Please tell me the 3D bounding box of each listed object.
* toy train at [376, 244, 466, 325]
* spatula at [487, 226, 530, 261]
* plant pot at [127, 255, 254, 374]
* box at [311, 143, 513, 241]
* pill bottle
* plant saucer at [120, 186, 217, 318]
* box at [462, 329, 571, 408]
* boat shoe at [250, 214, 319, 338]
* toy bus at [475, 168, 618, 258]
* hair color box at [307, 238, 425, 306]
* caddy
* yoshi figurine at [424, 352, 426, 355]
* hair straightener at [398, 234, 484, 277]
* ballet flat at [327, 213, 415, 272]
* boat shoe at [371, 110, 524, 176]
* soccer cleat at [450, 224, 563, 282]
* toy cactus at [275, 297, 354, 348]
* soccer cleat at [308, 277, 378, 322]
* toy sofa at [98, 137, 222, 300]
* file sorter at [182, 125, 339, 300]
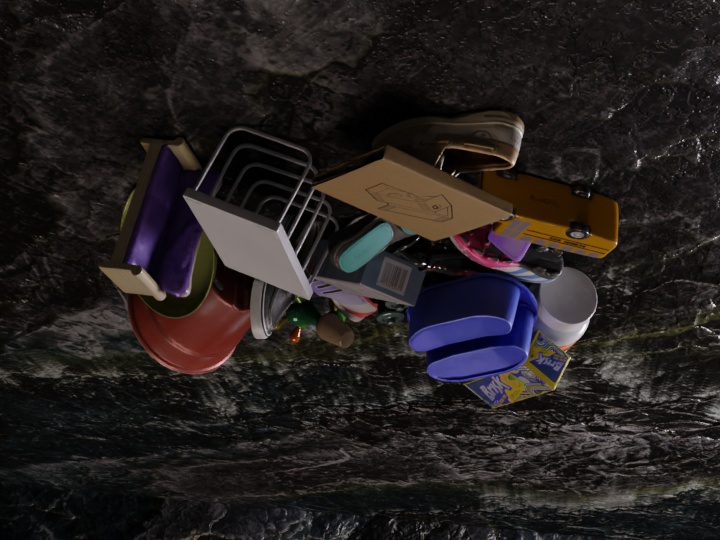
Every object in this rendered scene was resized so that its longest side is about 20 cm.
[{"bbox_3d":[0.088,0.022,1.706,0.112,0.087,0.200,0,156,-16],"label":"toy train"},{"bbox_3d":[0.163,-0.084,1.486,0.199,0.057,0.020,37,175,-35],"label":"spatula"},{"bbox_3d":[-0.224,0.029,1.692,0.199,0.204,0.195,21,145,-28],"label":"plant pot"},{"bbox_3d":[0.063,-0.092,1.366,0.198,0.022,0.163,22,160,-29],"label":"box"},{"bbox_3d":[0.290,0.076,1.717,0.108,0.111,0.200,10,156,-5],"label":"pill bottle"},{"bbox_3d":[-0.268,-0.034,1.581,0.198,0.203,0.031,-14,180,40],"label":"plant saucer"},{"bbox_3d":[0.239,0.156,1.718,0.070,0.065,0.200,38,156,-8],"label":"box"},{"bbox_3d":[-0.105,0.006,1.569,0.063,0.203,0.071,5,150,16],"label":"boat shoe"},{"bbox_3d":[0.241,-0.075,1.454,0.197,0.066,0.078,12,157,-12],"label":"toy bus"},{"bbox_3d":[0.000,0.000,1.617,0.098,0.062,0.199,22,173,-28],"label":"hair color box"},{"bbox_3d":[0.161,0.077,1.618,0.197,0.106,0.142,-14,132,25],"label":"caddy"},{"bbox_3d":[0.171,0.092,1.747,0.112,0.112,0.201,39,146,6],"label":"yoshi figurine"},{"bbox_3d":[0.122,-0.032,1.576,0.041,0.078,0.198,1,176,43],"label":"hair straightener"},{"bbox_3d":[0.039,-0.072,1.492,0.198,0.069,0.069,-28,128,-6],"label":"ballet flat"},{"bbox_3d":[0.100,-0.142,1.341,0.197,0.070,0.074,-7,152,30],"label":"boat shoe"},{"bbox_3d":[0.195,-0.024,1.576,0.198,0.071,0.086,21,160,-23],"label":"soccer cleat"},{"bbox_3d":[-0.080,0.084,1.816,0.164,0.103,0.199,31,180,41],"label":"toy cactus"},{"bbox_3d":[-0.034,0.016,1.756,0.073,0.069,0.199,-28,141,22],"label":"soccer cleat"},{"bbox_3d":[-0.258,-0.069,1.453,0.096,0.203,0.083,6,157,18],"label":"toy sofa"},{"bbox_3d":[-0.120,-0.078,1.456,0.137,0.126,0.201,20,160,19],"label":"file sorter"}]
